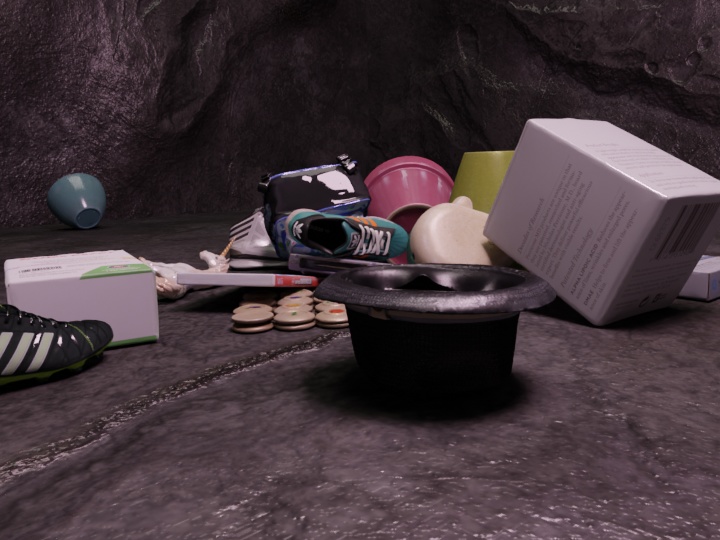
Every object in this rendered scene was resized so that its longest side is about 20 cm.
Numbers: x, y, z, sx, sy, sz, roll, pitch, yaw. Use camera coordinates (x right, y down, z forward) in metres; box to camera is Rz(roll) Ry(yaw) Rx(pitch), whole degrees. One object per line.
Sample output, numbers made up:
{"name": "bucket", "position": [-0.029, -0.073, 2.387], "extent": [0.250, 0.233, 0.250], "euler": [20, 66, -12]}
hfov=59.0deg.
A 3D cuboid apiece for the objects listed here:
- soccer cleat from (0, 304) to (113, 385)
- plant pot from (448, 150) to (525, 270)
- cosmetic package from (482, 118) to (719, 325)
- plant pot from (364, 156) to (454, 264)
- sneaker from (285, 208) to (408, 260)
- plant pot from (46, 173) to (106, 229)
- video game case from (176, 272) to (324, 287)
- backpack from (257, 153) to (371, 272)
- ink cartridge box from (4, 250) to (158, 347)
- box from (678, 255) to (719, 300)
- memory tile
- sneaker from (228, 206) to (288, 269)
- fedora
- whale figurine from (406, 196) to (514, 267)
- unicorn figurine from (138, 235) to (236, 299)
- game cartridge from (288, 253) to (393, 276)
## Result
{"name": "soccer cleat", "position": [-0.309, 0.060, 0.566], "extent": [0.067, 0.082, 0.199], "euler": [4, 11, 33]}
{"name": "plant pot", "position": [0.210, -0.085, 1.004], "extent": [0.185, 0.202, 0.187], "euler": [-2, 8, 0]}
{"name": "cosmetic package", "position": [0.292, -0.067, 0.769], "extent": [0.164, 0.166, 0.200], "euler": [-7, 38, -35]}
{"name": "plant pot", "position": [0.092, -0.089, 1.154], "extent": [0.198, 0.202, 0.179], "euler": [-2, 24, -1]}
{"name": "sneaker", "position": [-0.011, -0.046, 0.954], "extent": [0.198, 0.072, 0.080], "euler": [6, 14, -21]}
{"name": "plant pot", "position": [-1.000, -0.227, 2.283], "extent": [0.199, 0.201, 0.135], "euler": [-10, 46, -42]}
{"name": "video game case", "position": [-0.150, 0.015, 0.917], "extent": [0.142, 0.018, 0.200], "euler": [1, -1, 16]}
{"name": "backpack", "position": [-0.076, -0.082, 1.110], "extent": [0.182, 0.148, 0.200], "euler": [-15, -15, -12]}
{"name": "ink cartridge box", "position": [-0.330, 0.032, 0.743], "extent": [0.144, 0.085, 0.200], "euler": [-7, 10, -29]}
{"name": "box", "position": [0.438, 0.001, 0.929], "extent": [0.155, 0.042, 0.199], "euler": [-9, 10, -38]}
{"name": "memory tile", "position": [-0.085, 0.046, 0.824], "extent": [0.152, 0.017, 0.200], "euler": [-3, 9, -5]}
{"name": "sneaker", "position": [-0.154, -0.064, 1.215], "extent": [0.199, 0.116, 0.076], "euler": [-3, 9, -7]}
{"name": "fedora", "position": [0.060, 0.049, 0.532], "extent": [0.199, 0.092, 0.201], "euler": [-2, 9, 0]}
{"name": "whale figurine", "position": [0.157, -0.024, 0.886], "extent": [0.198, 0.160, 0.104], "euler": [-9, -23, -22]}
{"name": "unicorn figurine", "position": [-0.285, 0.006, 0.985], "extent": [0.136, 0.074, 0.200], "euler": [8, 24, 1]}
{"name": "game cartridge", "position": [0.000, 0.000, 0.984], "extent": [0.199, 0.039, 0.129], "euler": [7, -3, 43]}
